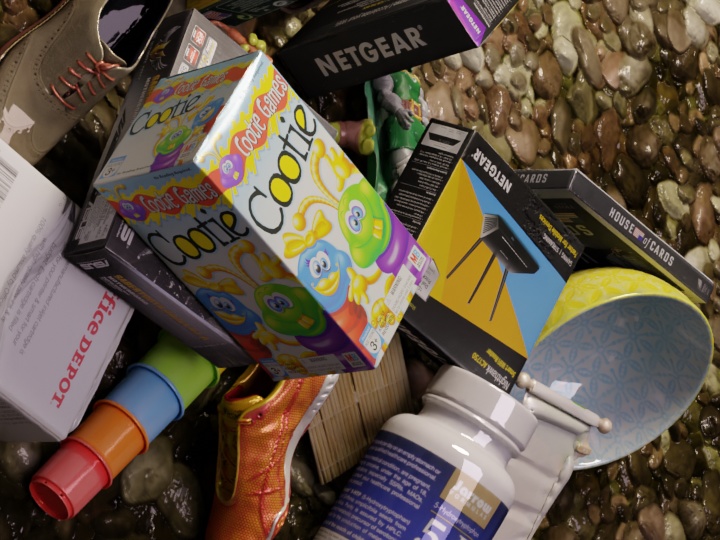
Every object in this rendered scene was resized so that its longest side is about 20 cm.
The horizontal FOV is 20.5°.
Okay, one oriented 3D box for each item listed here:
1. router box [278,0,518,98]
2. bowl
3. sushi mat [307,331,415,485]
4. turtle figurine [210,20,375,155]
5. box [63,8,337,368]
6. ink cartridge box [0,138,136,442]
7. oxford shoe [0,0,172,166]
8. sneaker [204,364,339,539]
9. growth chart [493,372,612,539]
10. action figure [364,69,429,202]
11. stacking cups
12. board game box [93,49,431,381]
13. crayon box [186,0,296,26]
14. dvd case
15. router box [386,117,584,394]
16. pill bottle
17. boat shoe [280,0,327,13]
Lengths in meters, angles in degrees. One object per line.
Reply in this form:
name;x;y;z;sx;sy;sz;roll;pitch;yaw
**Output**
router box;0.048;-0.213;1.550;0.051;0.199;0.149;55;53;-19
bowl;0.192;0.064;1.714;0.200;0.200;0.108;28;23;-38
sushi mat;-0.010;0.066;1.535;0.095;0.012;0.201;-24;123;-19
turtle figurine;-0.072;-0.083;1.519;0.160;0.064;0.201;12;65;-24
box;-0.107;-0.056;1.392;0.158;0.048;0.201;39;56;-35
ink cartridge box;-0.256;0.003;1.321;0.200;0.083;0.146;44;56;-33
oxford shoe;-0.202;-0.140;1.374;0.070;0.075;0.201;40;79;-34
sneaker;-0.083;0.127;1.468;0.077;0.073;0.201;19;88;-38
growth chart;0.115;0.180;1.650;0.145;0.018;0.200;36;88;-39
action figure;0.037;-0.105;1.614;0.118;0.054;0.201;31;44;-50
stacking cups;-0.155;0.101;1.423;0.200;0.060;0.061;-50;118;-35
board game box;-0.062;-0.032;1.324;0.200;0.105;0.103;49;51;-28
crayon box;-0.079;-0.297;1.496;0.051;0.127;0.201;6;81;-33
dvd case;0.189;-0.028;1.708;0.200;0.150;0.025;35;69;-35
router box;0.085;-0.004;1.549;0.200;0.051;0.150;40;75;-49
pill bottle;0.050;0.180;1.536;0.120;0.119;0.201;39;77;-34
boat shoe;-0.019;-0.253;1.509;0.072;0.200;0.060;22;71;-18
